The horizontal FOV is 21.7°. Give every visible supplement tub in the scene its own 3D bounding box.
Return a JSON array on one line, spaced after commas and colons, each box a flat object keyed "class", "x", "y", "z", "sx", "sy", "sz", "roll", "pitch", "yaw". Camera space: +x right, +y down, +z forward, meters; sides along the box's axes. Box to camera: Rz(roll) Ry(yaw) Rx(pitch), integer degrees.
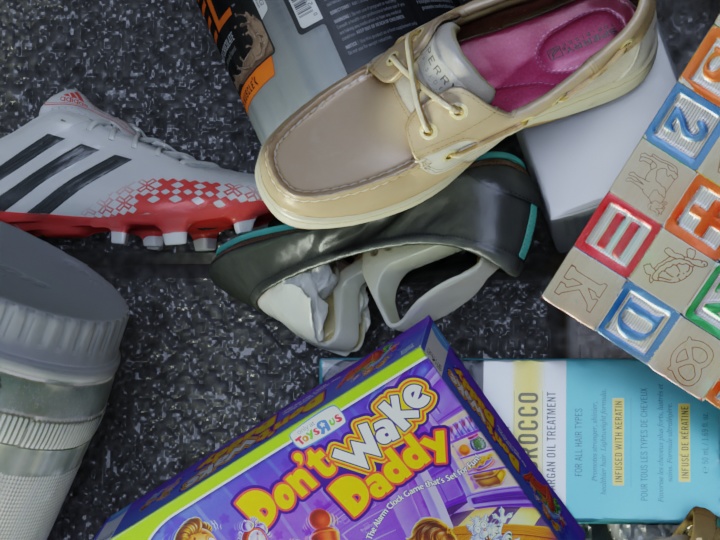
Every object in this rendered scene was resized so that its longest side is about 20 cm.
[{"class": "supplement tub", "x": -0.024, "y": -0.151, "z": 0.954, "sx": 0.122, "sy": 0.123, "sz": 0.200, "roll": -25, "pitch": 79, "yaw": 3}]

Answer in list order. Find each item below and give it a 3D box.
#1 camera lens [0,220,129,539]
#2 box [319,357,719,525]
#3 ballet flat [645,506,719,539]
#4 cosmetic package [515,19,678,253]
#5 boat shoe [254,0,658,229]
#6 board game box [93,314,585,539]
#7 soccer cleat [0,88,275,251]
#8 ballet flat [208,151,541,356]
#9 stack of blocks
[{"class": "camera lens", "x": -0.217, "y": 0.080, "z": 0.909, "sx": 0.160, "sy": 0.160, "sz": 0.200, "roll": 27, "pitch": 101, "yaw": 11}, {"class": "box", "x": 0.080, "y": 0.086, "z": 0.941, "sx": 0.200, "sy": 0.049, "sz": 0.082, "roll": -1, "pitch": 81, "yaw": 8}, {"class": "ballet flat", "x": 0.105, "y": 0.176, "z": 0.893, "sx": 0.200, "sy": 0.069, "sz": 0.063, "roll": -38, "pitch": 105, "yaw": 20}, {"class": "cosmetic package", "x": 0.105, "y": -0.120, "z": 0.940, "sx": 0.085, "sy": 0.108, "sz": 0.200, "roll": -17, "pitch": 78, "yaw": 5}, {"class": "boat shoe", "x": 0.042, "y": -0.086, "z": 0.840, "sx": 0.200, "sy": 0.069, "sz": 0.074, "roll": -28, "pitch": 72, "yaw": -7}, {"class": "board game box", "x": -0.012, "y": 0.132, "z": 0.903, "sx": 0.200, "sy": 0.045, "sz": 0.135, "roll": -33, "pitch": 100, "yaw": 16}, {"class": "soccer cleat", "x": -0.130, "y": -0.053, "z": 0.983, "sx": 0.200, "sy": 0.069, "sz": 0.085, "roll": -1, "pitch": 87, "yaw": 12}, {"class": "ballet flat", "x": 0.000, "y": 0.000, "z": 0.917, "sx": 0.200, "sy": 0.068, "sz": 0.068, "roll": -20, "pitch": 64, "yaw": 38}, {"class": "stack of blocks", "x": 0.182, "y": -0.045, "z": 0.822, "sx": 0.115, "sy": 0.059, "sz": 0.200, "roll": 32, "pitch": 108, "yaw": 6}]
